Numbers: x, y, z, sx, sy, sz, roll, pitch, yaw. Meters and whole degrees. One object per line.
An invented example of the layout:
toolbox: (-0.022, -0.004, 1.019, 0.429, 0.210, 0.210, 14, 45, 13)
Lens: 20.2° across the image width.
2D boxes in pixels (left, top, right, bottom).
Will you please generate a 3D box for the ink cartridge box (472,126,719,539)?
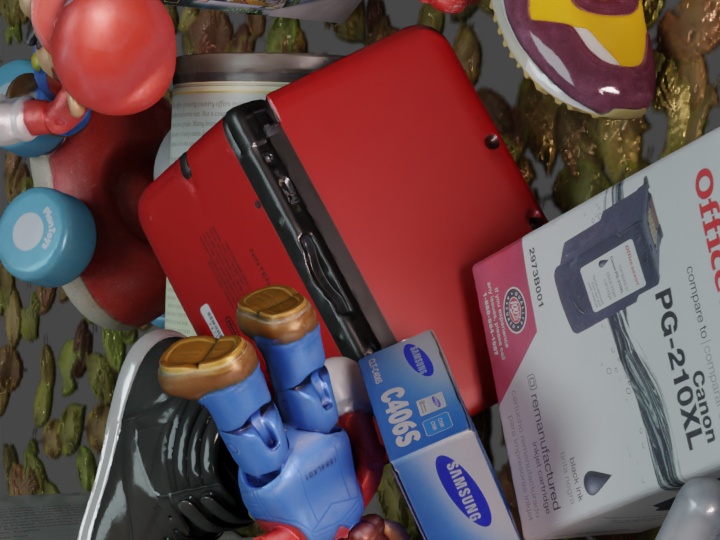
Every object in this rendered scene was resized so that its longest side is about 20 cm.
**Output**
ink cartridge box: (0.151, 0.033, 0.944, 0.200, 0.084, 0.146, -32, 63, 53)

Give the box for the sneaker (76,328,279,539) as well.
sneaker: (-0.094, 0.140, 1.079, 0.099, 0.070, 0.201, 17, 100, 45)

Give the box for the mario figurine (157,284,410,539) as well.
mario figurine: (-0.041, 0.113, 0.991, 0.106, 0.123, 0.201, -111, 2, -70)

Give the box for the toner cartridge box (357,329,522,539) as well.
toner cartridge box: (0.059, 0.137, 0.998, 0.095, 0.043, 0.201, -112, -2, -60)

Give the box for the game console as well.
game console: (0.000, 0.000, 1.091, 0.172, 0.118, 0.201, -37, 78, 46)

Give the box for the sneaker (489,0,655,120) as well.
sneaker: (0.109, -0.171, 1.029, 0.090, 0.075, 0.201, -54, 48, 44)

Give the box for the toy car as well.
toy car: (-0.111, -0.069, 1.323, 0.199, 0.184, 0.178, -22, 67, 24)

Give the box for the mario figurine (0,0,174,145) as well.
mario figurine: (-0.170, -0.138, 1.165, 0.200, 0.105, 0.124, 165, 103, -73)

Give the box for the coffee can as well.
coffee can: (-0.043, -0.022, 1.189, 0.146, 0.146, 0.201, 3, 91, 57)

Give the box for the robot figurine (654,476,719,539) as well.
robot figurine: (0.195, 0.155, 0.844, 0.169, 0.113, 0.201, 32, 123, 8)

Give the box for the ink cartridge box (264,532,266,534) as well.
ink cartridge box: (-0.037, 0.264, 1.098, 0.200, 0.129, 0.125, -53, 31, -17)

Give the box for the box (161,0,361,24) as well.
box: (-0.024, -0.223, 1.179, 0.200, 0.136, 0.038, -46, 51, 45)

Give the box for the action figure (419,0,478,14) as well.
action figure: (0.014, -0.193, 1.081, 0.052, 0.199, 0.066, -15, 48, 63)

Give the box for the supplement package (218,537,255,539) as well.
supplement package: (-0.111, 0.247, 1.233, 0.120, 0.199, 0.122, 46, 127, 48)

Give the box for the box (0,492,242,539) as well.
box: (-0.202, 0.262, 1.374, 0.130, 0.199, 0.200, 20, 105, 54)
